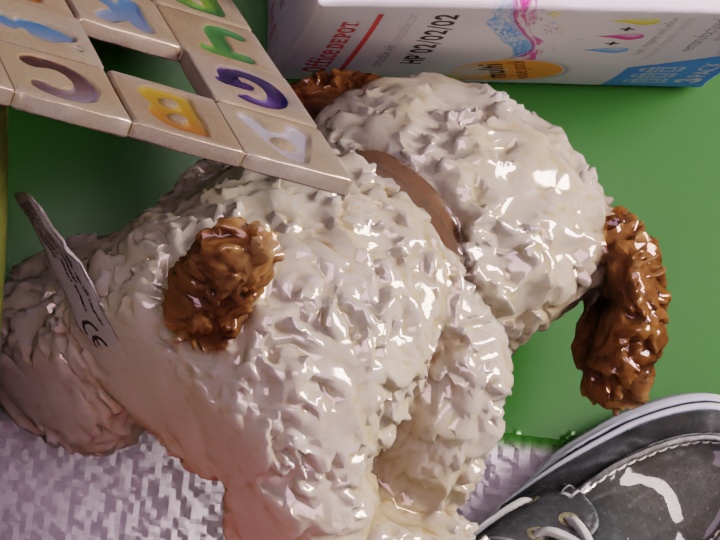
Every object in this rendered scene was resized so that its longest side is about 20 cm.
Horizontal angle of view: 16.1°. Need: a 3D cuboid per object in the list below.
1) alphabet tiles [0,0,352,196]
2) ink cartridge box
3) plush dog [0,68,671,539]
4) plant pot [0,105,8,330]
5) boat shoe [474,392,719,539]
[{"bbox_3d":[-0.114,-0.084,0.710,0.200,0.167,0.008,14,114,-28],"label":"alphabet tiles"},{"bbox_3d":[0.033,-0.104,0.837,0.200,0.115,0.068,1,82,-9],"label":"ink cartridge box"},{"bbox_3d":[0.000,0.000,0.789,0.200,0.161,0.172,36,53,22],"label":"plush dog"},{"bbox_3d":[-0.174,0.013,0.711,0.187,0.187,0.200,22,107,-7],"label":"plant pot"},{"bbox_3d":[0.062,0.110,0.835,0.200,0.071,0.072,-37,90,-13],"label":"boat shoe"}]
